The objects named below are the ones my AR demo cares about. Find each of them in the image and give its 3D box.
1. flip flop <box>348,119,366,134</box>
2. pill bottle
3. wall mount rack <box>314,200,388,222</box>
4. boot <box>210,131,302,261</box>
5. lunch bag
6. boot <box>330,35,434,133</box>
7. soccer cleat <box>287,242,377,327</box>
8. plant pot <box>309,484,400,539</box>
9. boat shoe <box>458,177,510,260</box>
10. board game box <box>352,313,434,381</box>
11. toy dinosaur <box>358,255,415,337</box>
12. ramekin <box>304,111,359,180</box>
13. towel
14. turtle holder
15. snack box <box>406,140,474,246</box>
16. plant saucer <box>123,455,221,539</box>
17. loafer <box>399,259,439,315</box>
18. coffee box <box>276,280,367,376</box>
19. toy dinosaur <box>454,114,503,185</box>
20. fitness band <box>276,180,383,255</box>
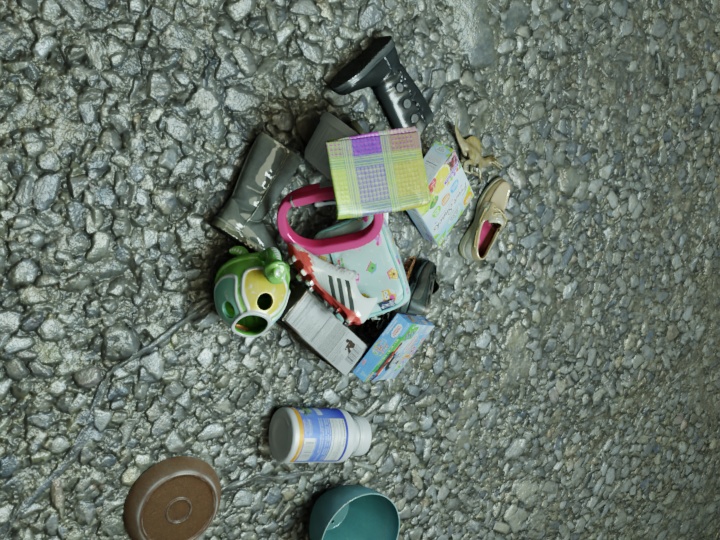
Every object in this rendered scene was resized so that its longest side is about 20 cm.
[{"bbox_3d":[0.057,-0.242,1.647,0.200,0.081,0.058,39,93,-28],"label":"flip flop"},{"bbox_3d":[-0.080,0.341,1.696,0.199,0.112,0.113,8,99,-35],"label":"pill bottle"},{"bbox_3d":[-0.005,-0.082,1.659,0.172,0.075,0.202,1,104,1],"label":"wall mount rack"},{"bbox_3d":[-0.170,-0.131,1.544,0.182,0.072,0.201,38,75,-36],"label":"boot"},{"bbox_3d":[0.000,0.000,1.584,0.159,0.077,0.202,-19,89,10],"label":"lunch bag"},{"bbox_3d":[0.048,-0.334,1.630,0.165,0.066,0.201,-42,126,-15],"label":"boot"},{"bbox_3d":[-0.053,0.014,1.519,0.085,0.069,0.200,-44,91,-17],"label":"soccer cleat"},{"bbox_3d":[-0.033,0.545,1.767,0.199,0.134,0.202,-10,109,-31],"label":"plant pot"},{"bbox_3d":[0.295,-0.111,1.842,0.073,0.069,0.201,24,89,-35],"label":"boat shoe"},{"bbox_3d":[0.073,0.161,1.709,0.152,0.037,0.200,-53,162,9],"label":"board game box"},{"bbox_3d":[0.047,0.054,1.695,0.135,0.101,0.202,-12,118,-63],"label":"toy dinosaur"},{"bbox_3d":[-0.018,-0.200,1.546,0.202,0.202,0.094,38,92,-34],"label":"ramekin"},{"bbox_3d":[0.034,-0.171,1.439,0.199,0.023,0.145,-13,96,-28],"label":"towel"},{"bbox_3d":[-0.183,0.039,1.492,0.184,0.133,0.141,-23,138,23],"label":"turtle holder"},{"bbox_3d":[0.161,-0.157,1.706,0.143,0.053,0.200,-54,151,-8],"label":"snack box"},{"bbox_3d":[-0.358,0.462,1.596,0.199,0.034,0.202,-10,109,-31],"label":"plant saucer"},{"bbox_3d":[0.136,0.043,1.724,0.200,0.062,0.072,-52,160,-58],"label":"loafer"},{"bbox_3d":[-0.093,0.110,1.624,0.080,0.113,0.200,-51,123,-10],"label":"coffee box"},{"bbox_3d":[0.234,-0.251,1.785,0.199,0.058,0.102,32,70,-43],"label":"toy dinosaur"},{"bbox_3d":[-0.056,-0.094,1.493,0.198,0.038,0.144,-10,130,12],"label":"fitness band"}]
